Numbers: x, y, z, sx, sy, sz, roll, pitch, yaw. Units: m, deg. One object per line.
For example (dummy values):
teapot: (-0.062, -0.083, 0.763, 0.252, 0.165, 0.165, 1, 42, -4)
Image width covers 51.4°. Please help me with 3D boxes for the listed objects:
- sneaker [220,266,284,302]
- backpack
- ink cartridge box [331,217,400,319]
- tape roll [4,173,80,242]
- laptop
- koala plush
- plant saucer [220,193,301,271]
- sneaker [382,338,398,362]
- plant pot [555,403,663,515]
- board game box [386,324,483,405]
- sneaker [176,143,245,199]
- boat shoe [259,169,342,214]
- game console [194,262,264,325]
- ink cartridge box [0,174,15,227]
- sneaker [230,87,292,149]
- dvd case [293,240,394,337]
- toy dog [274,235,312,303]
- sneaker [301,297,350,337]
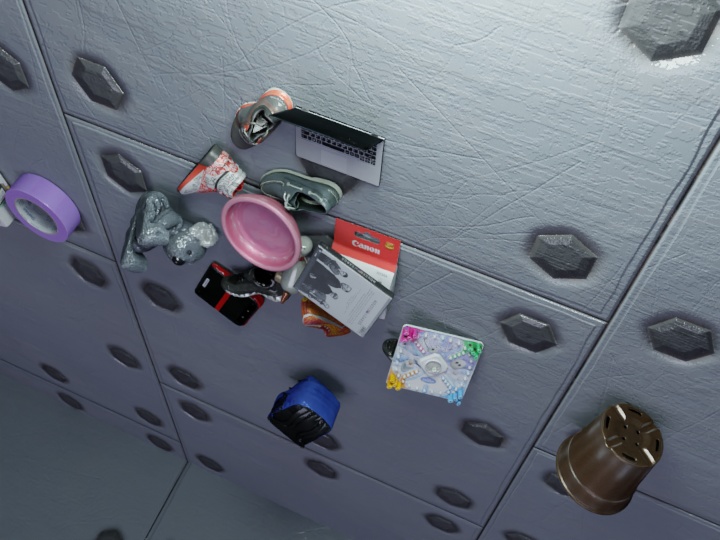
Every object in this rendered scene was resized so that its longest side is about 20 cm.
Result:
sneaker: (-0.273, 0.023, 1.896, 0.195, 0.067, 0.092, 8, 139, 22)
backpack: (-0.158, 0.401, 2.215, 0.161, 0.170, 0.199, 36, 142, -18)
ink cartridge box: (0.000, 0.000, 1.644, 0.157, 0.050, 0.203, 19, 135, 12)
tape roll: (-0.880, -0.172, 2.075, 0.195, 0.067, 0.202, 19, 146, 13)
laptop: (-0.060, -0.217, 1.374, 0.183, 0.117, 0.202, 21, 146, 11)
koala plush: (-0.460, -0.084, 1.833, 0.196, 0.188, 0.177, 21, 140, -29)
plant saucer: (-0.212, -0.091, 1.649, 0.196, 0.051, 0.204, 17, 136, 16)
sneaker: (0.125, 0.248, 1.885, 0.198, 0.067, 0.090, 34, 144, -13)
plant pot: (0.575, 0.419, 1.702, 0.196, 0.202, 0.200, 24, 140, 5)
board game box: (0.174, 0.230, 1.787, 0.194, 0.026, 0.203, 13, 128, -2)
sneaker: (-0.327, -0.189, 1.648, 0.108, 0.068, 0.200, 41, 142, -15)
boat shoe: (-0.135, -0.159, 1.554, 0.195, 0.063, 0.074, 12, 146, 25)
game console: (-0.361, 0.068, 2.055, 0.176, 0.031, 0.200, 39, 145, -6)
ink cartridge box: (-1.074, -0.232, 2.118, 0.141, 0.085, 0.202, 12, 143, 23)
sneaker: (-0.207, -0.276, 1.433, 0.077, 0.083, 0.199, 38, 145, -17)
dvd case: (-0.039, 0.044, 1.654, 0.198, 0.025, 0.151, 35, 131, -2)
toy dog: (-0.161, 0.006, 1.760, 0.129, 0.098, 0.202, 13, 144, 20)
sneaker: (-0.080, 0.115, 1.867, 0.071, 0.079, 0.200, -16, 152, 20)
